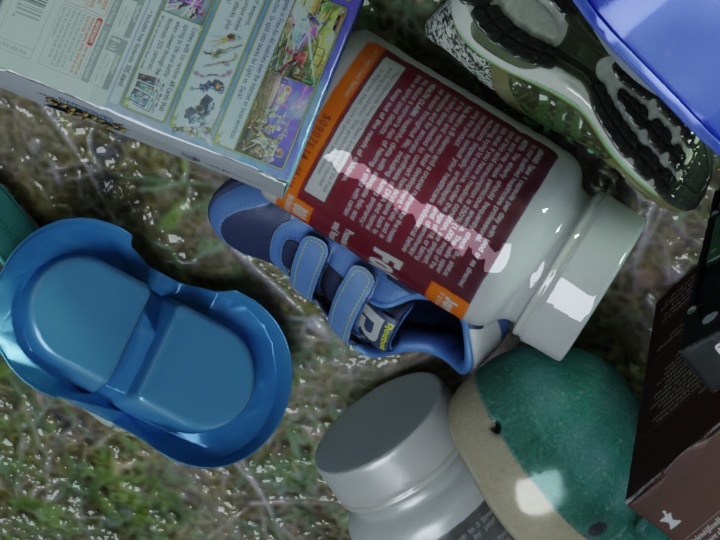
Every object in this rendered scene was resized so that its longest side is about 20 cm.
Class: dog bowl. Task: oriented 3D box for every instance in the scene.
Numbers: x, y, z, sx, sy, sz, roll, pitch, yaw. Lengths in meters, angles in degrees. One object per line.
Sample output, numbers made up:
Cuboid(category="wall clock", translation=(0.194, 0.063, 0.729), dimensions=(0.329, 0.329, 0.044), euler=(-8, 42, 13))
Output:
Cuboid(category="dog bowl", translation=(-0.139, 0.045, 1.658), dimensions=(0.200, 0.112, 0.050), euler=(29, 168, -20))

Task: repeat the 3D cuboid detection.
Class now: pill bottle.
Cuboid(category="pill bottle", translation=(0.054, -0.040, 1.540), dimensions=(0.200, 0.114, 0.114), euler=(32, 125, 4))
Cuboid(category="pill bottle", translation=(0.063, 0.168, 1.689), dimensions=(0.114, 0.114, 0.200), euler=(-24, 114, 26))

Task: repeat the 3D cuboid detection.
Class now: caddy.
Cuboid(category="caddy", translation=(0.178, -0.140, 1.445), dimensions=(0.105, 0.141, 0.200), euler=(-38, 106, 26))

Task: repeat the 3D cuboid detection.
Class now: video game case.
Cuboid(category="video game case", translation=(-0.088, -0.164, 1.477), dimensions=(0.181, 0.200, 0.045), euler=(22, 168, 1))

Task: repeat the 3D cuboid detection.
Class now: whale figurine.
Cuboid(category="whale figurine", translation=(0.138, 0.113, 1.607), dimensions=(0.104, 0.159, 0.200), euler=(-39, 143, 14))

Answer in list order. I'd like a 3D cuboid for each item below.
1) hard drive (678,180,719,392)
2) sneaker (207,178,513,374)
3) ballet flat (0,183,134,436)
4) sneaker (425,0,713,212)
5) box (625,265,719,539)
Cuboid(category="hard drive", translation=(0.249, -0.026, 1.463), dimensions=(0.140, 0.200, 0.038), euler=(-30, 110, 28))
Cuboid(category="sneaker", translation=(0.000, 0.000, 1.608), dimensions=(0.200, 0.082, 0.074), euler=(19, 145, 4))
Cuboid(category="ballet flat", translation=(-0.202, 0.026, 1.701), dimensions=(0.071, 0.069, 0.200), euler=(-24, 111, 46))
Cuboid(category="sneaker", translation=(0.118, -0.104, 1.542), dimensions=(0.200, 0.077, 0.089), euler=(41, 154, -15))
Cuboid(category="box", translation=(0.215, 0.064, 1.529), dimensions=(0.075, 0.200, 0.100), euler=(38, 123, -12))
